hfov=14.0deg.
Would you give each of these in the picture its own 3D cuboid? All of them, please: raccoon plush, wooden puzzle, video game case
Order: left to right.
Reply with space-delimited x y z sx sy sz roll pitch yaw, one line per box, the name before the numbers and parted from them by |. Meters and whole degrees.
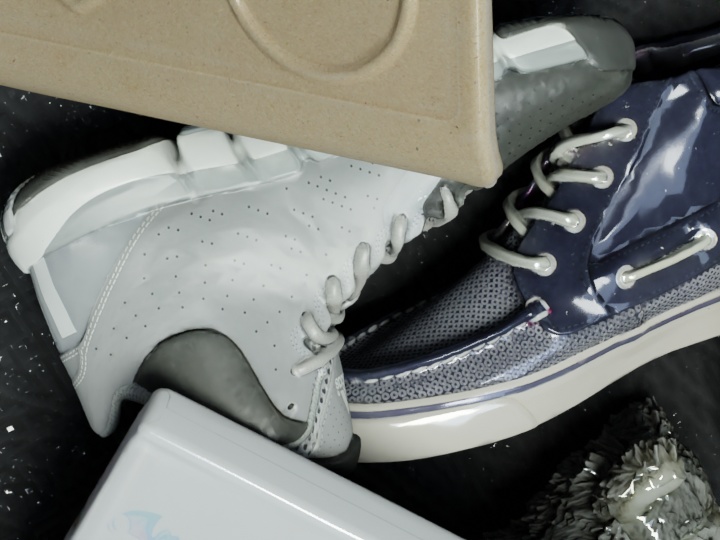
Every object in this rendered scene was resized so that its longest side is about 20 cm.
wooden puzzle | -0.040 -0.129 0.806 0.046 0.185 0.200 -41 135 -46
video game case | -0.009 0.138 0.914 0.200 0.024 0.182 28 134 -6
raccoon plush | 0.029 0.105 0.970 0.199 0.097 0.134 5 106 -19

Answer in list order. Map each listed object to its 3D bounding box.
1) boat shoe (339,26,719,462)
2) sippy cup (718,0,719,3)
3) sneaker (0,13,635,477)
boat shoe | 0.066 -0.015 0.936 0.200 0.075 0.093 -22 115 -16
sippy cup | 0.069 -0.165 0.829 0.130 0.178 0.140 -34 153 13
sneaker | 0.000 0.000 0.893 0.199 0.075 0.116 -18 88 2
